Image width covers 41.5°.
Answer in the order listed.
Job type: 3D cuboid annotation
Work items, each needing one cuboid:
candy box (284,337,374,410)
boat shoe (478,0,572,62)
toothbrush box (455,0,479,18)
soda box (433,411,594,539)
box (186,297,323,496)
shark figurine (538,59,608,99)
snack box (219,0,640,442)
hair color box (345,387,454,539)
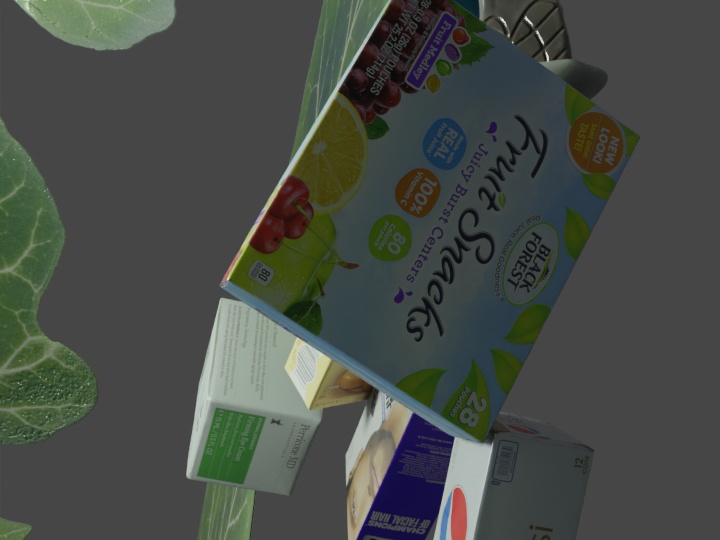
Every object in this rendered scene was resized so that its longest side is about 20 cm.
[{"bbox_3d":[0.022,0.022,0.794,0.056,0.114,0.202,52,133,35],"label":"candy box"},{"bbox_3d":[0.121,-0.171,0.699,0.072,0.074,0.205,27,-118,-67],"label":"boat shoe"},{"bbox_3d":[0.068,-0.167,0.879,0.147,0.083,0.204,-123,46,-73],"label":"toothbrush box"},{"bbox_3d":[0.075,0.189,0.554,0.068,0.062,0.205,-160,82,-78],"label":"soda box"},{"bbox_3d":[-0.155,0.191,1.423,0.202,0.168,0.201,-91,17,-46],"label":"box"},{"bbox_3d":[0.064,-0.052,0.641,0.090,0.126,0.218,-49,-18,-63],"label":"shark figurine"},{"bbox_3d":[0.041,-0.034,0.544,0.202,0.167,0.068,-59,9,-10],"label":"snack box"},{"bbox_3d":[0.042,0.133,0.778,0.110,0.063,0.203,-94,17,-51],"label":"hair color box"}]
